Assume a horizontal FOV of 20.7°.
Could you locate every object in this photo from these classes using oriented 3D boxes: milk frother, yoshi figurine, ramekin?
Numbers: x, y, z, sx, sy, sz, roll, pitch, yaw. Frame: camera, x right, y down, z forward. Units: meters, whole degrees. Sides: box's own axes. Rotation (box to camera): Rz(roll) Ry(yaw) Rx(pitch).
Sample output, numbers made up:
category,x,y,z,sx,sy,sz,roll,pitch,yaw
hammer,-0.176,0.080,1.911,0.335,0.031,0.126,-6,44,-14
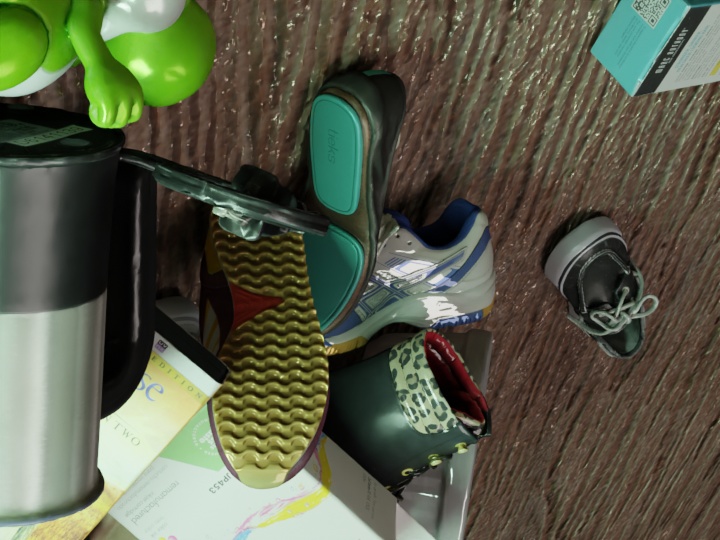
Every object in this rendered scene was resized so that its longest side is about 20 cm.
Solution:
category,x,y,z,sx,sy,sz,roll,pitch,yaw
milk frother,-0.129,0.026,0.965,0.180,0.200,0.188,-10,113,-41
yoshi figurine,-0.140,-0.104,0.940,0.200,0.112,0.112,-25,168,-31
ramekin,0.040,0.138,1.481,0.094,0.203,0.202,8,149,5

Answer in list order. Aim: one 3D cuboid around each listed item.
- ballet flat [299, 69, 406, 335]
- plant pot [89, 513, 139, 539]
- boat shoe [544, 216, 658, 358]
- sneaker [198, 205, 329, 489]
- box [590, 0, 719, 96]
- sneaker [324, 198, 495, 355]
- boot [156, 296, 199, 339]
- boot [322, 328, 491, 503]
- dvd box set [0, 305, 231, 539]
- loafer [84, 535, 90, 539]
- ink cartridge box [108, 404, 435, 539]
category,x,y,z,sx,sy,sz,roll,pitch,yaw
ballet flat,-0.005,-0.042,1.241,0.068,0.068,0.200,-35,151,-42
plant pot,-0.094,0.208,1.425,0.200,0.175,0.200,-31,155,-16
boat shoe,0.203,0.022,1.629,0.074,0.068,0.199,-35,154,-8
sneaker,-0.060,0.052,1.193,0.075,0.200,0.090,2,147,-7
box,0.258,-0.179,1.390,0.200,0.049,0.082,-13,144,-42
sneaker,0.000,0.000,1.346,0.200,0.075,0.088,-14,116,-28
boot,-0.169,0.101,1.237,0.200,0.096,0.074,-31,154,-15
boot,0.024,0.147,1.335,0.154,0.204,0.073,-24,-175,27
dvd box set,-0.191,0.084,1.134,0.200,0.146,0.029,-47,-174,19
loafer,-0.246,0.228,1.375,0.073,0.071,0.200,-11,144,-44
ink cartridge box,-0.056,0.163,1.275,0.117,0.200,0.067,-43,-164,19
